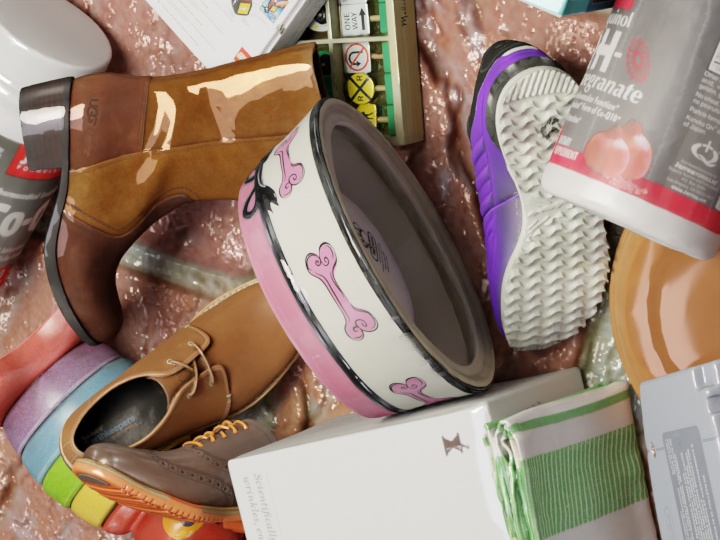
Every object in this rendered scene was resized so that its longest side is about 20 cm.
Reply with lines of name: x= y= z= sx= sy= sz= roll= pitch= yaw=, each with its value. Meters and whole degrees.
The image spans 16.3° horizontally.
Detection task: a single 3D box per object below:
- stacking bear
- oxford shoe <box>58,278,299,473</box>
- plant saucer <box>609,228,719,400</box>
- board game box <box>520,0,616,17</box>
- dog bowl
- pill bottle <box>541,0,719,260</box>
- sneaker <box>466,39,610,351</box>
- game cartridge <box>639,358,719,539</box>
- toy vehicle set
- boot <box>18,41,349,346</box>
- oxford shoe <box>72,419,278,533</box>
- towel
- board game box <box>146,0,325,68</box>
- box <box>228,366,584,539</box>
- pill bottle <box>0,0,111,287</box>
stacking bear: x=-0.159 y=0.129 z=1.709 sx=0.200 sy=0.121 sz=0.114 roll=46 pitch=161 yaw=8
oxford shoe: x=-0.107 y=0.069 z=1.635 sx=0.200 sy=0.071 sz=0.071 roll=-37 pitch=86 yaw=-10
plant saucer: x=0.233 y=0.025 z=1.484 sx=0.199 sy=0.037 sz=0.202 roll=6 pitch=102 yaw=32
board game box: x=0.060 y=-0.208 z=1.468 sx=0.199 sy=0.151 sz=0.047 roll=25 pitch=107 yaw=18
dog bowl: x=0.000 y=0.000 z=1.523 sx=0.073 sy=0.200 sz=0.201 roll=-29 pitch=82 yaw=17
pill bottle: x=0.188 y=-0.117 z=1.428 sx=0.110 sy=0.111 sz=0.201 roll=24 pitch=92 yaw=27
sneaker: x=0.102 y=-0.052 z=1.540 sx=0.100 sy=0.069 sz=0.201 roll=-122 pitch=25 yaw=-55
game cartridge: x=0.207 y=0.154 z=1.433 sx=0.133 sy=0.040 sz=0.202 roll=153 pitch=106 yaw=-73
toy vehicle set: x=-0.025 y=-0.180 z=1.617 sx=0.124 sy=0.026 sz=0.202 roll=-1 pitch=98 yaw=32
boot: x=-0.106 y=-0.047 z=1.623 sx=0.198 sy=0.069 sz=0.190 roll=-6 pitch=107 yaw=3
oxford shoe: x=-0.100 y=0.127 z=1.625 sx=0.071 sy=0.199 sz=0.073 roll=6 pitch=82 yaw=47
towel: x=0.142 y=0.173 z=1.498 sx=0.023 sy=0.152 sz=0.201 roll=-15 pitch=89 yaw=37
board game box: x=-0.103 y=-0.225 z=1.621 sx=0.200 sy=0.035 sz=0.126 roll=48 pitch=121 yaw=16
box: x=0.050 y=0.182 z=1.571 sx=0.199 sy=0.130 sz=0.200 roll=-14 pitch=91 yaw=33
pill bottle: x=-0.255 y=-0.088 z=1.726 sx=0.114 sy=0.114 sz=0.201 roll=42 pitch=118 yaw=19
